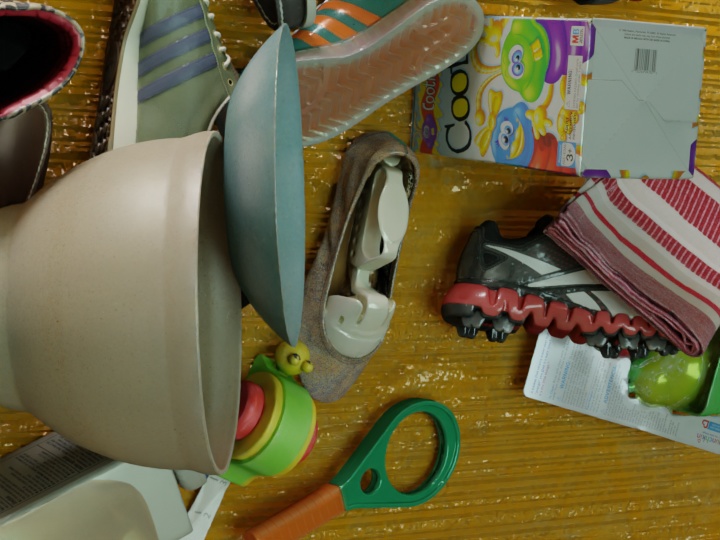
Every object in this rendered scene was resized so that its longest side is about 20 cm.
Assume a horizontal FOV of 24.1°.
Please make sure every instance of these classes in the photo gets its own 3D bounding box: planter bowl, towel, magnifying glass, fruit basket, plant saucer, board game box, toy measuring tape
[{"bbox_3d":[-0.147,0.021,0.993,0.133,0.200,0.202,-2,101,2],"label":"planter bowl"},{"bbox_3d":[0.232,-0.030,1.269,0.144,0.023,0.200,41,39,4],"label":"towel"},{"bbox_3d":[-0.003,0.157,1.236,0.199,0.022,0.080,-27,115,-36],"label":"magnifying glass"},{"bbox_3d":[0.236,0.036,1.352,0.198,0.094,0.187,16,89,-17],"label":"fruit basket"},{"bbox_3d":[-0.061,-0.053,1.054,0.038,0.201,0.203,-1,100,2],"label":"plant saucer"},{"bbox_3d":[0.133,-0.124,1.181,0.104,0.199,0.104,-1,99,-32],"label":"board game box"},{"bbox_3d":[-0.080,0.142,1.171,0.073,0.073,0.201,29,82,-31],"label":"toy measuring tape"}]

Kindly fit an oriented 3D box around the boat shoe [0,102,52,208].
[{"bbox_3d":[-0.239,-0.020,1.047,0.075,0.072,0.202,24,85,-32],"label":"boat shoe"}]

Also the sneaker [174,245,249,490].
[{"bbox_3d":[-0.106,0.042,1.134,0.110,0.077,0.202,-20,102,-17],"label":"sneaker"}]

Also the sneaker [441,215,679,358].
[{"bbox_3d":[0.163,0.010,1.261,0.198,0.071,0.099,9,77,-3],"label":"sneaker"}]

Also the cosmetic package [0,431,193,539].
[{"bbox_3d":[-0.220,0.169,1.072,0.199,0.105,0.072,-26,110,-24],"label":"cosmetic package"}]

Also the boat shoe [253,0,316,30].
[{"bbox_3d":[-0.089,-0.247,1.105,0.060,0.072,0.203,-27,103,-24],"label":"boat shoe"}]

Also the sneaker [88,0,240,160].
[{"bbox_3d":[-0.117,-0.134,1.092,0.089,0.067,0.202,11,84,-22],"label":"sneaker"}]

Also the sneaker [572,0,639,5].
[{"bbox_3d":[0.168,-0.288,1.252,0.097,0.071,0.202,-26,112,-28],"label":"sneaker"}]

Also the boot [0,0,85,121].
[{"bbox_3d":[-0.264,-0.112,0.970,0.199,0.150,0.074,-18,107,-28],"label":"boot"}]

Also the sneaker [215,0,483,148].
[{"bbox_3d":[-0.015,-0.151,1.171,0.199,0.080,0.072,-25,129,-6],"label":"sneaker"}]

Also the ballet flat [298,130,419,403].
[{"bbox_3d":[0.000,0.000,1.199,0.068,0.067,0.202,7,94,-31],"label":"ballet flat"}]
